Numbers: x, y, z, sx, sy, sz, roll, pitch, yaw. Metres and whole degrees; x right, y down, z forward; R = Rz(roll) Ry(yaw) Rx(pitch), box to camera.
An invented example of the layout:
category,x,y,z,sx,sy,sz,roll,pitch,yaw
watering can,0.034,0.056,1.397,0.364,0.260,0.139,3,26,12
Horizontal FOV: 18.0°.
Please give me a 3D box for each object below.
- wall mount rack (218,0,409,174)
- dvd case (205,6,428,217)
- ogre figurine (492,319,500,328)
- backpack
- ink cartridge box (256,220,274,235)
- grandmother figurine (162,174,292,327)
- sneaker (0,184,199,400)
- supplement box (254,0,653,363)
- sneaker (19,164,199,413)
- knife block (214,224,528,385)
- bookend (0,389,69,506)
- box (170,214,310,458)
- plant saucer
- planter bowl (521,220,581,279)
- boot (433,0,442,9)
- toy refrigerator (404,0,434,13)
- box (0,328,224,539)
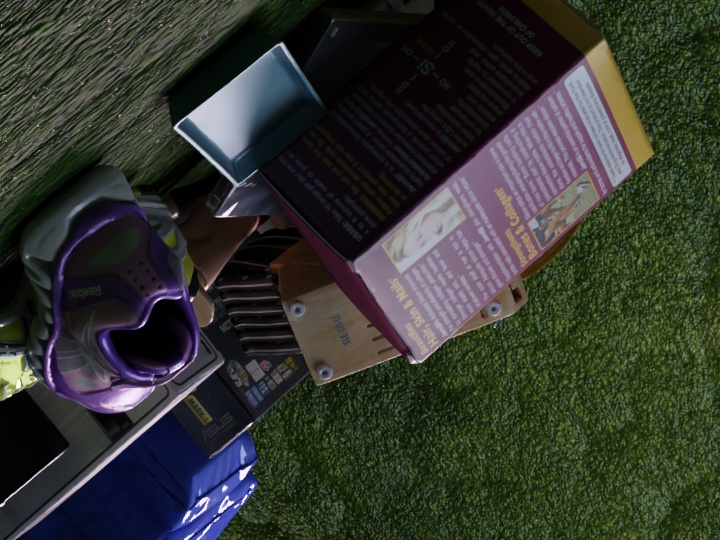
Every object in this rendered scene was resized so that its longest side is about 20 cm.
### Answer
category,x,y,z,sx,sy,sz,roll,pitch,yaw
wall mount rack,-0.007,-0.118,1.417,0.200,0.075,0.174,-42,149,0
dvd case,0.010,-0.094,1.387,0.199,0.016,0.149,-4,135,-50
ogre figurine,0.047,-0.023,1.622,0.120,0.098,0.200,-56,-160,-20
backpack,-0.184,0.122,1.624,0.168,0.200,0.162,-51,169,31
ink cartridge box,-0.055,-0.063,1.753,0.200,0.083,0.146,-42,179,33
grandmother figurine,-0.090,-0.036,1.514,0.120,0.061,0.200,10,-142,25
sneaker,-0.176,0.035,1.296,0.200,0.077,0.075,-40,-179,-15
supplement box,0.059,-0.066,1.347,0.200,0.103,0.131,-41,145,-5
sneaker,-0.125,0.033,1.200,0.080,0.088,0.201,-41,160,-21
knife block,0.000,0.000,1.499,0.199,0.064,0.176,-21,-158,5
bookend,-0.309,0.162,1.379,0.199,0.092,0.200,-41,-179,-42
box,-0.105,0.028,1.599,0.051,0.158,0.200,-40,179,23
plant saucer,-0.060,-0.086,1.214,0.070,0.019,0.200,-39,172,1
planter bowl,0.058,-0.087,1.547,0.200,0.200,0.084,-40,152,-20
boot,0.123,-0.226,1.465,0.165,0.066,0.200,-53,-173,-7
toy refrigerator,0.085,-0.194,1.711,0.200,0.070,0.076,-41,180,-26
box,-0.192,0.074,1.420,0.200,0.117,0.060,-39,178,32
